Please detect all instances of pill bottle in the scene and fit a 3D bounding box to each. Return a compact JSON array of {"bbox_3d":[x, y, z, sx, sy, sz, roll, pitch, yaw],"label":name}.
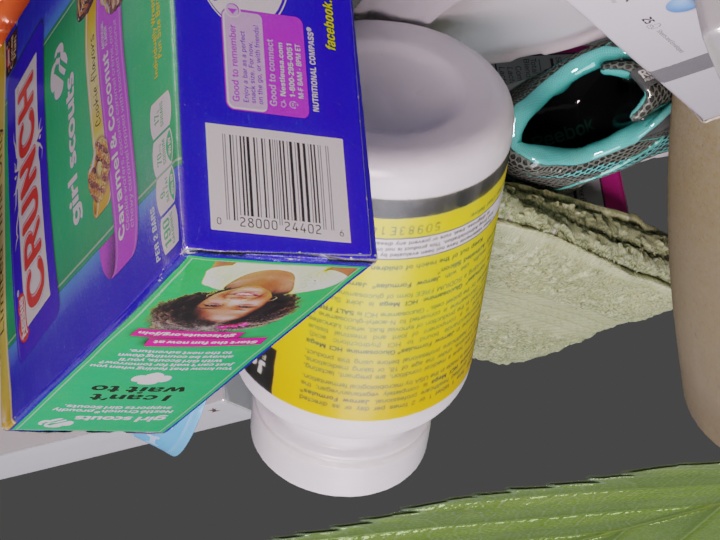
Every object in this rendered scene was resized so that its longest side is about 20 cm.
[{"bbox_3d":[0.000,0.000,0.974,0.112,0.113,0.201,-3,130,-13],"label":"pill bottle"}]

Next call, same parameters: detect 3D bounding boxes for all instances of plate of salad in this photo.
[{"bbox_3d":[0.087,-0.140,0.986,0.199,0.048,0.200,-14,168,-3],"label":"plate of salad"}]

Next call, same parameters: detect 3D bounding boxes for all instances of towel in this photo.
[{"bbox_3d":[0.070,0.005,1.113,0.148,0.037,0.199,-25,154,38],"label":"towel"}]

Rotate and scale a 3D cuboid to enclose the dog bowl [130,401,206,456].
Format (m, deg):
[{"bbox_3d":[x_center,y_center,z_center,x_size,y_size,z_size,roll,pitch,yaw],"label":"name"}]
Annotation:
[{"bbox_3d":[-0.102,0.000,1.075,0.049,0.201,0.112,14,126,-14],"label":"dog bowl"}]

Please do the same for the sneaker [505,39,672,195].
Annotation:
[{"bbox_3d":[0.145,-0.086,1.059,0.199,0.078,0.091,-26,179,-2],"label":"sneaker"}]

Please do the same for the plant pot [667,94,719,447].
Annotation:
[{"bbox_3d":[0.214,-0.043,0.993,0.186,0.188,0.201,-13,123,14],"label":"plant pot"}]

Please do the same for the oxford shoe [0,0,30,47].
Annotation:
[{"bbox_3d":[-0.142,-0.118,0.966,0.199,0.072,0.073,5,177,-18],"label":"oxford shoe"}]

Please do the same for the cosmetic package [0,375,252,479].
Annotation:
[{"bbox_3d":[-0.161,0.026,1.212,0.199,0.152,0.052,-14,159,20],"label":"cosmetic package"}]

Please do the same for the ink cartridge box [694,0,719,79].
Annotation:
[{"bbox_3d":[0.169,-0.171,0.717,0.144,0.201,0.085,-12,163,14],"label":"ink cartridge box"}]

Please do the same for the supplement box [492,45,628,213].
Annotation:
[{"bbox_3d":[0.027,-0.048,1.151,0.199,0.104,0.101,-3,159,-11],"label":"supplement box"}]

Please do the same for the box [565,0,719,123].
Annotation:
[{"bbox_3d":[0.089,-0.157,0.789,0.041,0.157,0.200,-19,157,25],"label":"box"}]

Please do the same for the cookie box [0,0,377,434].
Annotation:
[{"bbox_3d":[-0.074,-0.047,0.821,0.075,0.172,0.200,5,157,-25],"label":"cookie box"}]
